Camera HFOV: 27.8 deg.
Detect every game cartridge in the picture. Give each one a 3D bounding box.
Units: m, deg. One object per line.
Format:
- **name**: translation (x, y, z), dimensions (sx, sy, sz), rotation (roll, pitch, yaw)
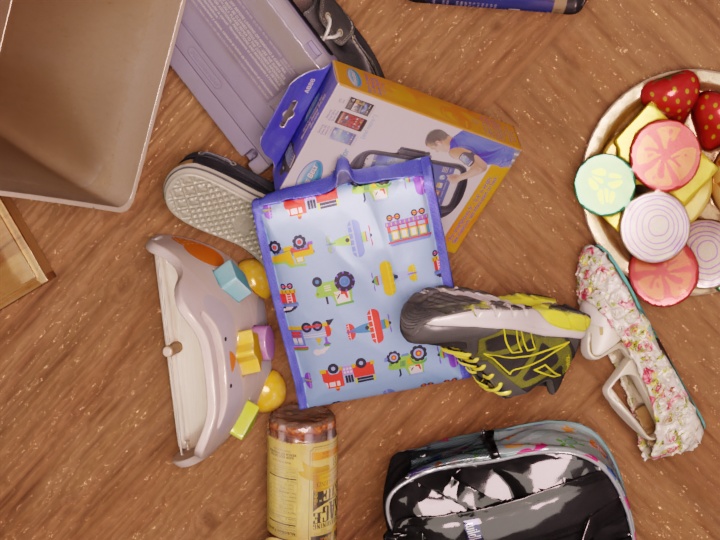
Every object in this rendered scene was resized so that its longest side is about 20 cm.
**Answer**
- **game cartridge**: translation (-0.104, -0.193, 1.223), dimensions (0.129, 0.038, 0.201), rotation (-34, 97, 35)

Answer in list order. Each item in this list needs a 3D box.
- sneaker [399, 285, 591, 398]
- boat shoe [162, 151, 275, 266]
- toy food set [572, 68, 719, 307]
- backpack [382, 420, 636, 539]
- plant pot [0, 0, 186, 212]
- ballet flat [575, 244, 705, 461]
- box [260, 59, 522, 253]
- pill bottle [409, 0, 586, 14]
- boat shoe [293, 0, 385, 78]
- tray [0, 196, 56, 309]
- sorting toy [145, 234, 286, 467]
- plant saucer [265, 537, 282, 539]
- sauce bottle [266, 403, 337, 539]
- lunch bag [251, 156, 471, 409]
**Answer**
- **sneaker**: translation (0.111, 0.063, 1.177), dimensions (0.198, 0.074, 0.086), rotation (5, 100, -38)
- **boat shoe**: translation (-0.077, -0.042, 1.256), dimensions (0.199, 0.063, 0.075), rotation (29, 118, -16)
- **toy food set**: translation (0.285, -0.070, 1.248), dimensions (0.200, 0.049, 0.198), rotation (42, 96, -3)
- **backpack**: translation (0.132, 0.217, 1.233), dimensions (0.198, 0.151, 0.180), rotation (-14, 102, 12)
- **plant pot**: translation (-0.287, -0.176, 1.177), dimensions (0.176, 0.199, 0.202), rotation (21, 99, 35)
- **ballet flat**: translation (0.229, 0.076, 1.251), dimensions (0.064, 0.076, 0.201), rotation (-31, 94, -12)
- **box**: translation (0.020, -0.094, 1.201), dimensions (0.198, 0.042, 0.120), rotation (15, 125, -25)
- **pill bottle**: translation (0.090, -0.274, 1.201), dimensions (0.197, 0.112, 0.113), rotation (4, 97, 1)
- **boat shoe**: translation (-0.044, -0.204, 1.237), dimensions (0.071, 0.068, 0.201), rotation (-35, 96, 4)
- **tray**: translation (-0.381, 0.014, 1.287), dimensions (0.199, 0.037, 0.099), rotation (-30, 95, 4)
- **sorting toy**: translation (-0.126, 0.073, 1.212), dimensions (0.105, 0.180, 0.203), rotation (-6, 97, 3)
- **plant saucer**: translation (-0.033, 0.334, 1.242), dimensions (0.199, 0.049, 0.200), rotation (33, 139, -1)
- **sauce bottle**: translation (-0.051, 0.222, 1.284), dimensions (0.065, 0.066, 0.203), rotation (1, 105, 2)
- **lunch bag**: translation (0.000, 0.000, 1.205), dimensions (0.149, 0.094, 0.202), rotation (-11, 124, 3)
